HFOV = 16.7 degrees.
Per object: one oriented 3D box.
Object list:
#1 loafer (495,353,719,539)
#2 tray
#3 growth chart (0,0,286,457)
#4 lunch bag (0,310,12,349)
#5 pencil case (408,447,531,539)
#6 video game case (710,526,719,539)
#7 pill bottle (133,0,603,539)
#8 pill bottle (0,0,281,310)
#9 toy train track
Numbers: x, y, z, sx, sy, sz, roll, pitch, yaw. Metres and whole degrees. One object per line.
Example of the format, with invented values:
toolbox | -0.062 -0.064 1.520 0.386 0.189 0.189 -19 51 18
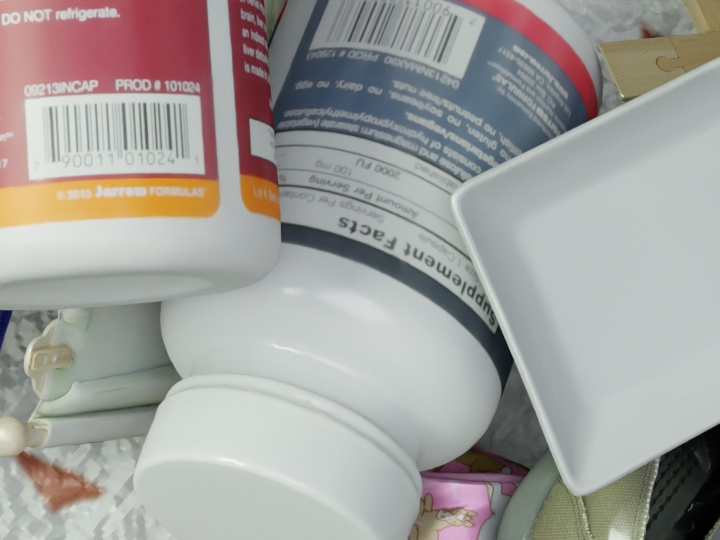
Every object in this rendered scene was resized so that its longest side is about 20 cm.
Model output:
loafer | 0.127 0.046 0.851 0.075 0.069 0.201 47 68 -35
tray | 0.128 -0.016 0.809 0.199 0.022 0.108 -26 97 -19
growth chart | -0.065 -0.033 0.856 0.018 0.144 0.201 11 91 29
lunch bag | -0.186 -0.059 0.839 0.169 0.124 0.201 12 78 -4
pencil case | 0.028 0.163 0.880 0.086 0.083 0.202 6 88 -13
video game case | 0.199 0.074 0.929 0.180 0.025 0.201 -34 93 -6
pill bottle | 0.000 0.000 0.828 0.119 0.120 0.201 24 63 -6
pill bottle | -0.085 -0.093 0.739 0.112 0.113 0.202 -3 83 -7
toy train track | 0.118 -0.103 0.889 0.114 0.033 0.201 -7 61 -25
